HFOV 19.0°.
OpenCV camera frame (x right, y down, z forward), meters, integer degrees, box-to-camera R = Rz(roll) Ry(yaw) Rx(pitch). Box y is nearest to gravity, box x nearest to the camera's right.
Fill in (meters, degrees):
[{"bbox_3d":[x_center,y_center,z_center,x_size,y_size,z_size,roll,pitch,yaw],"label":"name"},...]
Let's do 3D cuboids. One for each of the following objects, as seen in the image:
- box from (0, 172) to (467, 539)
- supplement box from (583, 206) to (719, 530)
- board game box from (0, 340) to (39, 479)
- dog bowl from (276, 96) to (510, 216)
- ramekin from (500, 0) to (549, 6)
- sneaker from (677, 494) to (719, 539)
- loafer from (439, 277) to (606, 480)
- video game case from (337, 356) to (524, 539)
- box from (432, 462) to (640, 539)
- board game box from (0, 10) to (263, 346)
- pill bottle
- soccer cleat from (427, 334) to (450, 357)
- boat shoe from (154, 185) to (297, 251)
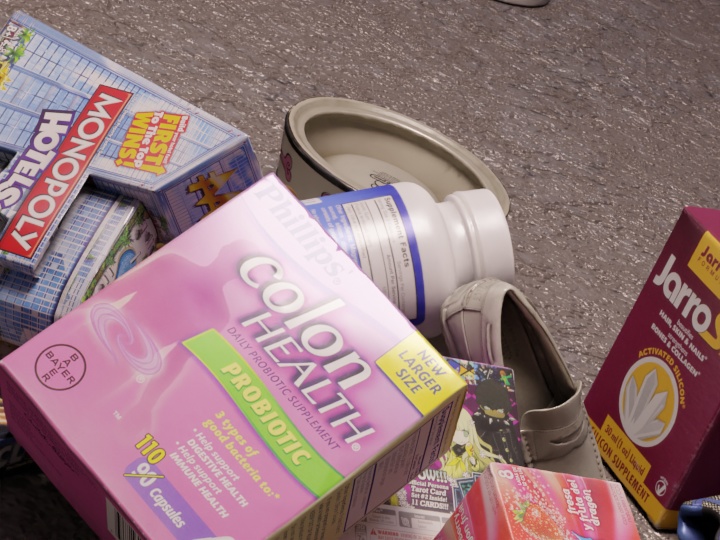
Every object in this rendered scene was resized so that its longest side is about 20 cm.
[{"bbox_3d":[-0.072,0.078,1.223,0.200,0.097,0.176,-35,71,-21],"label":"box"},{"bbox_3d":[0.262,0.074,1.564,0.103,0.201,0.131,8,28,-32],"label":"supplement box"},{"bbox_3d":[-0.249,0.051,1.345,0.200,0.035,0.135,38,28,27],"label":"board game box"},{"bbox_3d":[0.019,-0.062,1.767,0.199,0.074,0.200,21,25,-10],"label":"dog bowl"},{"bbox_3d":[0.151,-0.400,2.537,0.202,0.094,0.203,20,25,-10],"label":"ramekin"},{"bbox_3d":[0.268,0.217,1.459,0.078,0.076,0.200,7,20,-15],"label":"sneaker"},{"bbox_3d":[0.119,0.098,1.441,0.070,0.070,0.200,-35,102,-29],"label":"loafer"},{"bbox_3d":[0.013,0.132,1.320,0.199,0.036,0.182,10,60,-27],"label":"video game case"},{"bbox_3d":[0.111,0.220,1.210,0.094,0.103,0.200,11,42,-26],"label":"box"},{"bbox_3d":[-0.170,-0.049,1.311,0.199,0.062,0.200,15,59,23],"label":"board game box"},{"bbox_3d":[0.000,0.000,1.489,0.199,0.112,0.112,-11,35,-13],"label":"pill bottle"},{"bbox_3d":[0.013,0.033,1.585,0.199,0.070,0.078,22,21,1],"label":"soccer cleat"},{"bbox_3d":[-0.126,-0.046,1.533,0.065,0.072,0.200,9,2,35],"label":"boat shoe"}]
